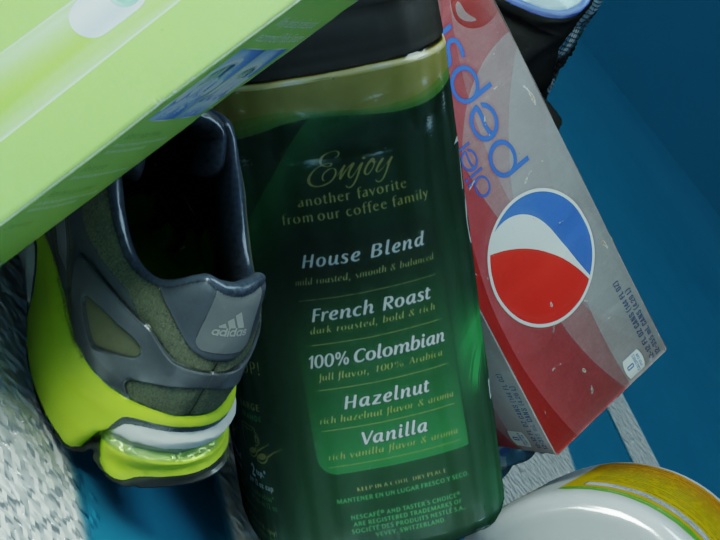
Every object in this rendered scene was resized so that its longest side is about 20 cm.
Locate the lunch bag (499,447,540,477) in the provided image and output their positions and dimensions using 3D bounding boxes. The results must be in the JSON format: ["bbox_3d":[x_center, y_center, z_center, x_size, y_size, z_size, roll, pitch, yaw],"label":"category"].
[{"bbox_3d":[0.000,0.000,1.149,0.161,0.082,0.200,46,12,-26],"label":"lunch bag"}]

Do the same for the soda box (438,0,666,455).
[{"bbox_3d":[0.030,-0.033,1.011,0.063,0.070,0.200,4,-52,54],"label":"soda box"}]

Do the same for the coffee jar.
[{"bbox_3d":[-0.009,-0.013,0.905,0.104,0.085,0.200,-127,-153,-71],"label":"coffee jar"}]

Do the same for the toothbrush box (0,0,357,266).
[{"bbox_3d":[-0.088,-0.101,0.753,0.146,0.200,0.086,54,11,2],"label":"toothbrush box"}]

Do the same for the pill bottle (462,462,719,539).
[{"bbox_3d":[0.095,0.130,1.062,0.111,0.111,0.200,55,11,7],"label":"pill bottle"}]

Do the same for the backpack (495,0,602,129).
[{"bbox_3d":[0.032,-0.183,1.148,0.183,0.147,0.200,23,48,-3],"label":"backpack"}]

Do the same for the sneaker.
[{"bbox_3d":[-0.073,-0.036,0.852,0.074,0.081,0.200,-2,51,-36],"label":"sneaker"}]
